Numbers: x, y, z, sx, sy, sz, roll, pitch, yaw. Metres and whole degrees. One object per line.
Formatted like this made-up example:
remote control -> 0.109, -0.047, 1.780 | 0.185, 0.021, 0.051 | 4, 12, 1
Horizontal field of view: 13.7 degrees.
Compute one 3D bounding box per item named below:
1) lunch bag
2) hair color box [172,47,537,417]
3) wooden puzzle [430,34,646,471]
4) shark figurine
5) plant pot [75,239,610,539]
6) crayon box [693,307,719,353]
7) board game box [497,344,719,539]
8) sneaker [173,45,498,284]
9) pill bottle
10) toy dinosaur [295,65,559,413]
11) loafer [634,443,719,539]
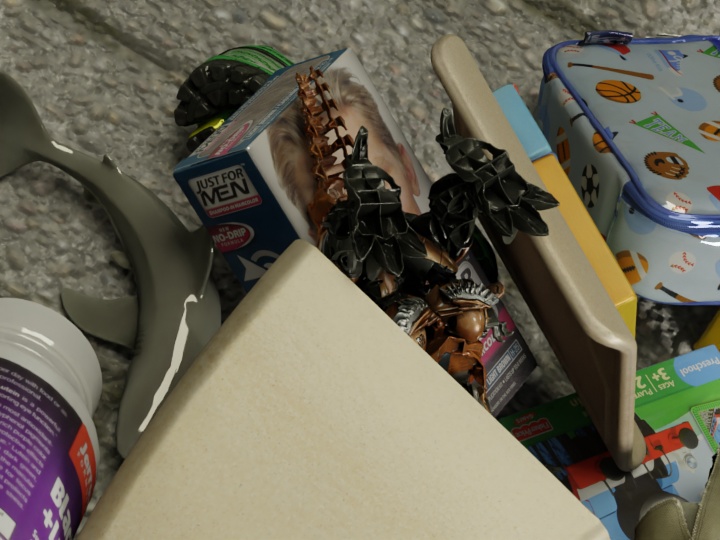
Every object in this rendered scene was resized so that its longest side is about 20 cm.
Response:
lunch bag -> 0.188, -0.062, 1.668 | 0.159, 0.076, 0.200 | -2, 38, -18
hair color box -> 0.000, 0.000, 1.523 | 0.100, 0.060, 0.201 | -47, 112, -40
wooden puzzle -> 0.097, -0.009, 1.506 | 0.037, 0.200, 0.186 | -27, 67, -2
shark figurine -> -0.109, -0.019, 1.535 | 0.128, 0.090, 0.215 | -17, 66, -33
plant pot -> -0.034, 0.145, 1.386 | 0.200, 0.200, 0.177 | 43, 62, 11
crayon box -> 0.314, 0.064, 1.671 | 0.199, 0.058, 0.173 | -20, 66, -33
board game box -> 0.175, 0.146, 1.567 | 0.151, 0.037, 0.201 | -17, 65, -32
sneaker -> -0.002, -0.054, 1.612 | 0.200, 0.078, 0.085 | 42, 31, -2
pill bottle -> -0.180, 0.101, 1.346 | 0.111, 0.112, 0.200 | 25, 35, -4
toy dinosaur -> 0.012, -0.004, 1.420 | 0.200, 0.136, 0.102 | 46, 58, 8
loafer -> 0.159, 0.158, 1.490 | 0.069, 0.075, 0.200 | 31, 46, 16
